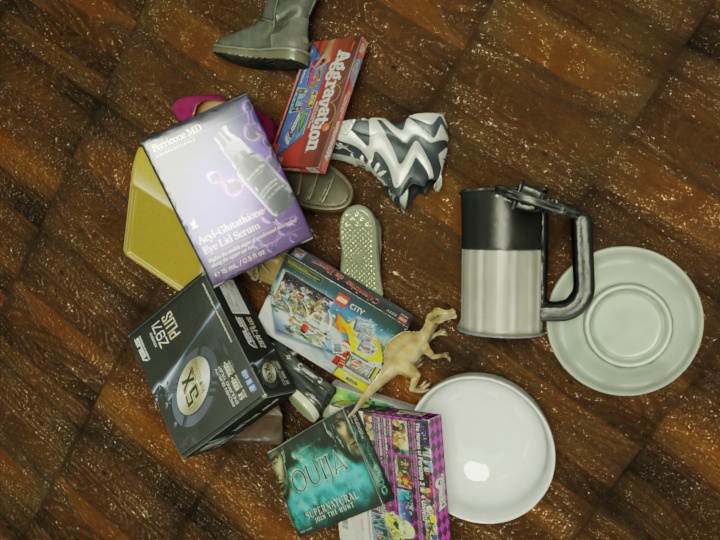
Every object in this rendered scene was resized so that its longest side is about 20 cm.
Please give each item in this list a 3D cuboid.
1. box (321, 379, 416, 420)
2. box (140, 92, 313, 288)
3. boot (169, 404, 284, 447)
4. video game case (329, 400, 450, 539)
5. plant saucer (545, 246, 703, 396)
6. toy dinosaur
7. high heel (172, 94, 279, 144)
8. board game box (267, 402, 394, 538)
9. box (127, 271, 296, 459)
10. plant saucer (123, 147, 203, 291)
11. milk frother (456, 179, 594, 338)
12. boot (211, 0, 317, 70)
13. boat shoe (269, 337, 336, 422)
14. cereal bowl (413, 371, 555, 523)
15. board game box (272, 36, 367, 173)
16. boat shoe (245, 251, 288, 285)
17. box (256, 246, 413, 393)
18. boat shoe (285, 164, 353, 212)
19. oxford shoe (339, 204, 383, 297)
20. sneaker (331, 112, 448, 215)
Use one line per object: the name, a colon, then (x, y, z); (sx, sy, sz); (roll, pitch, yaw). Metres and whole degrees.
box: (0.002, 0.283, 0.896); (0.142, 0.036, 0.203); (14, 96, 14)
box: (-0.170, -0.103, 0.776); (0.147, 0.104, 0.202); (-27, 101, -7)
boot: (-0.214, 0.188, 0.935); (0.197, 0.064, 0.189); (-8, 100, 17)
video game case: (0.037, 0.289, 0.816); (0.180, 0.036, 0.203); (-4, 92, 42)
plant saucer: (0.348, 0.070, 0.783); (0.197, 0.050, 0.203); (1, 94, 16)
toy dinosaur: (0.062, 0.127, 0.829); (0.200, 0.101, 0.058); (-47, 41, 3)
high heel: (-0.211, -0.231, 0.890); (0.197, 0.096, 0.068); (14, 97, 14)
board game box: (-0.050, 0.290, 0.850); (0.200, 0.028, 0.137); (-39, 69, 38)
box: (-0.214, 0.131, 0.847); (0.163, 0.086, 0.201); (-36, 73, 16)
plant saucer: (-0.282, -0.050, 0.897); (0.198, 0.048, 0.201); (31, 129, 8)
milk frother: (0.189, -0.010, 0.734); (0.178, 0.199, 0.191); (2, 94, 34)
boot: (-0.125, -0.402, 0.870); (0.179, 0.072, 0.203); (10, 95, 21)
boat shoe: (-0.113, 0.139, 0.901); (0.066, 0.075, 0.199); (-38, 54, -22)
cereal bowl: (0.166, 0.236, 0.825); (0.197, 0.083, 0.203); (1, 93, 15)
board game box: (-0.062, -0.234, 0.839); (0.102, 0.019, 0.203); (9, 77, 35)
boat shoe: (-0.183, -0.037, 0.911); (0.198, 0.063, 0.074); (31, 100, 12)
box: (-0.042, 0.073, 0.861); (0.198, 0.038, 0.138); (31, 118, 3)
boat shoe: (-0.097, -0.127, 0.882); (0.197, 0.068, 0.073); (18, 79, 16)
oxford shoe: (0.000, 0.000, 0.872); (0.074, 0.058, 0.203); (4, 109, 9)
sneaker: (0.028, -0.141, 0.839); (0.196, 0.079, 0.132); (-4, 84, 5)
